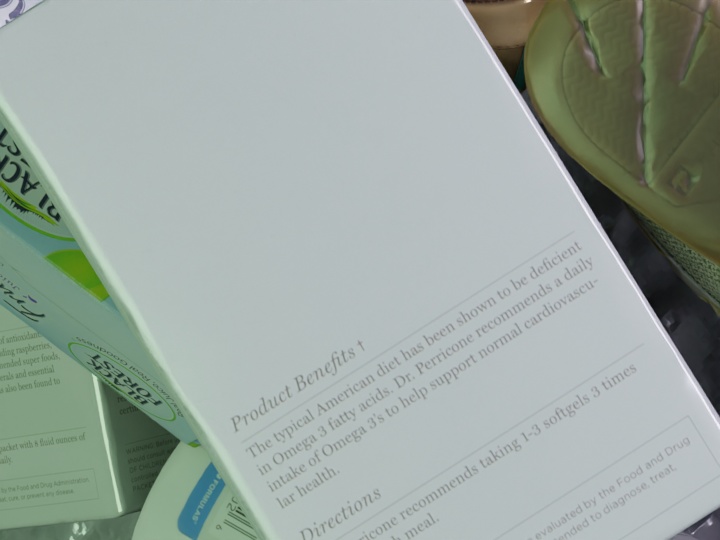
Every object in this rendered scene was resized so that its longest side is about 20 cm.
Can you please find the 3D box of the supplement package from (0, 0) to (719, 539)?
[{"bbox_3d":[0.000,0.000,0.659,0.116,0.117,0.201,-31,88,0],"label":"supplement package"}]

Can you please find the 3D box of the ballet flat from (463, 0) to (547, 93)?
[{"bbox_3d":[0.001,-0.128,0.781,0.063,0.068,0.201,88,158,-51],"label":"ballet flat"}]

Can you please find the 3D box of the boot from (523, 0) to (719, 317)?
[{"bbox_3d":[0.129,-0.009,0.675,0.200,0.155,0.072,42,98,1],"label":"boot"}]

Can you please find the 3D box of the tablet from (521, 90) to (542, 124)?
[{"bbox_3d":[0.006,-0.143,0.833,0.129,0.014,0.202,-7,93,40],"label":"tablet"}]

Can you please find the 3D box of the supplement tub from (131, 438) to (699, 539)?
[{"bbox_3d":[0.033,0.121,0.779,0.199,0.131,0.133,26,113,34],"label":"supplement tub"}]

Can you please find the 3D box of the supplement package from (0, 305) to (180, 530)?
[{"bbox_3d":[-0.103,-0.017,0.874,0.121,0.119,0.202,-9,91,40],"label":"supplement package"}]

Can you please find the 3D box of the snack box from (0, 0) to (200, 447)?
[{"bbox_3d":[-0.087,-0.061,0.762,0.200,0.143,0.053,38,152,-16],"label":"snack box"}]
